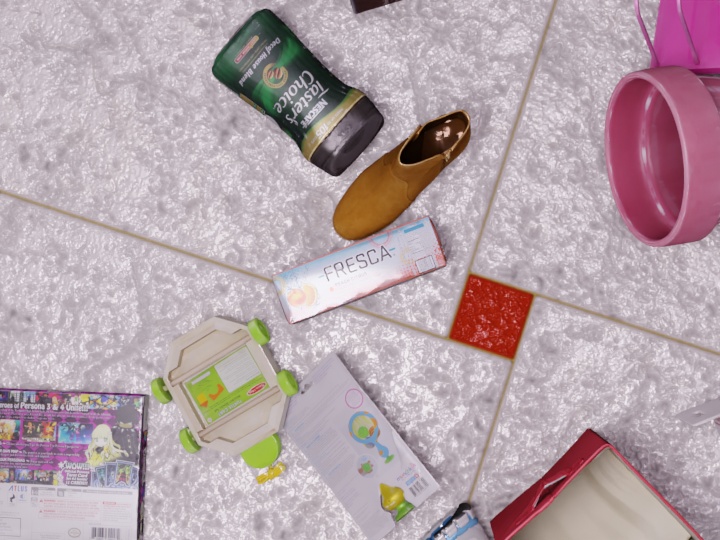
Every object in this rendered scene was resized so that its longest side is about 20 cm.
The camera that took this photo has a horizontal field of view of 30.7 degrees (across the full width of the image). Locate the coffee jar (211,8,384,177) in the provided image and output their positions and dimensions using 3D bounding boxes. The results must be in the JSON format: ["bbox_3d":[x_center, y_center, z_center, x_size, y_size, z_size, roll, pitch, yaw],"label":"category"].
[{"bbox_3d":[-0.071,-0.206,1.537,0.200,0.085,0.104,41,91,3],"label":"coffee jar"}]

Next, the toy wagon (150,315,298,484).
[{"bbox_3d":[-0.149,0.157,1.546,0.155,0.040,0.201,-31,87,12],"label":"toy wagon"}]

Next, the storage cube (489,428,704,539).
[{"bbox_3d":[0.265,0.303,1.457,0.171,0.180,0.200,-44,87,1],"label":"storage cube"}]

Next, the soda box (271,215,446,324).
[{"bbox_3d":[0.000,0.000,1.535,0.199,0.068,0.064,-20,87,2],"label":"soda box"}]

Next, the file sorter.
[{"bbox_3d":[0.413,-0.310,1.438,0.199,0.125,0.140,1,64,27],"label":"file sorter"}]

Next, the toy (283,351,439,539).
[{"bbox_3d":[-0.001,0.205,1.534,0.115,0.047,0.200,-45,72,22],"label":"toy"}]

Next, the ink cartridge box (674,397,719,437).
[{"bbox_3d":[0.468,0.163,1.481,0.199,0.116,0.067,-22,88,3],"label":"ink cartridge box"}]

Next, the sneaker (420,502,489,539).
[{"bbox_3d":[0.075,0.367,1.522,0.200,0.075,0.087,-40,92,2],"label":"sneaker"}]

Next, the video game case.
[{"bbox_3d":[-0.356,0.235,1.566,0.199,0.036,0.182,2,89,3],"label":"video game case"}]

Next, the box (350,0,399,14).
[{"bbox_3d":[0.060,-0.414,1.495,0.199,0.164,0.167,-16,88,3],"label":"box"}]

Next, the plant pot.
[{"bbox_3d":[0.394,-0.137,1.465,0.178,0.200,0.201,-10,88,-13],"label":"plant pot"}]

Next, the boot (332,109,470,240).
[{"bbox_3d":[0.042,-0.113,1.498,0.201,0.144,0.071,-40,86,2],"label":"boot"}]
